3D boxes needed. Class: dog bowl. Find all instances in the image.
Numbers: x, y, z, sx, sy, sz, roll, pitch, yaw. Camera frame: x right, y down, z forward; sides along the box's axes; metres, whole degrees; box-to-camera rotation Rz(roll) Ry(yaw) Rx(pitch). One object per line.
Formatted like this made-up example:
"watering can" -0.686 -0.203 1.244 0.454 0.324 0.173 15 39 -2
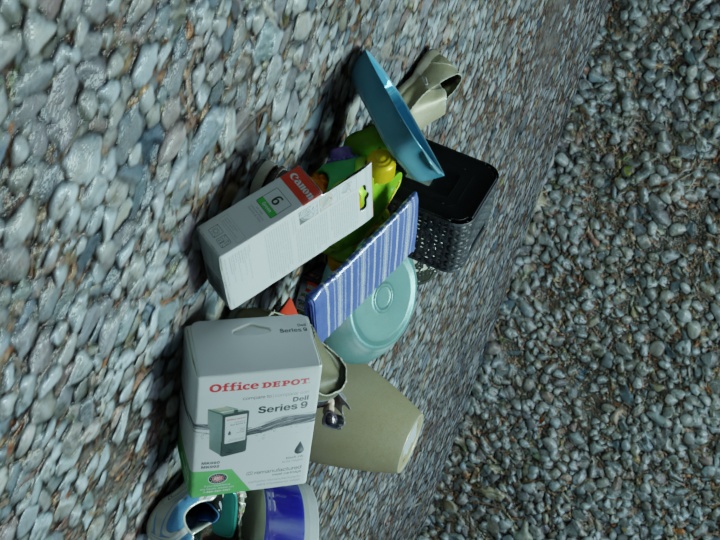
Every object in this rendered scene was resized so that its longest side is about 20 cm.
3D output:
"dog bowl" -0.130 0.382 1.755 0.200 0.078 0.203 -166 -90 -70

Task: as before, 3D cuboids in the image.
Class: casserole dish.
"casserole dish" 0.042 -0.188 1.608 0.039 0.201 0.121 -33 144 10

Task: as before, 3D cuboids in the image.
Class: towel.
"towel" 0.000 0.000 1.617 0.200 0.024 0.145 -45 162 -20

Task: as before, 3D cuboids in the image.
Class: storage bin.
"storage bin" 0.074 -0.101 1.753 0.136 0.198 0.095 -55 161 -41

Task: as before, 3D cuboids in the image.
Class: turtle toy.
"turtle toy" -0.012 -0.101 1.619 0.200 0.100 0.147 -49 160 -32

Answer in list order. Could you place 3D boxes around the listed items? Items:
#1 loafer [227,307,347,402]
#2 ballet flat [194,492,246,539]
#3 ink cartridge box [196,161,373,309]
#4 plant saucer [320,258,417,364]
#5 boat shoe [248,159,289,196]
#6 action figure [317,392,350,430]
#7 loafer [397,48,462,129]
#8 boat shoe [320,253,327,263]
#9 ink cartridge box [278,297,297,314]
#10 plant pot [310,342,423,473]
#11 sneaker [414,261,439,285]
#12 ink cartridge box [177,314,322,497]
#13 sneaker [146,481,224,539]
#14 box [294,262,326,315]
"loafer" -0.078 0.104 1.564 0.199 0.069 0.076 32 57 -42
"ballet flat" -0.184 0.338 1.710 0.064 0.075 0.202 -77 -176 -60
"ink cartridge box" -0.078 -0.052 1.398 0.199 0.050 0.109 -34 153 -18
"plant saucer" 0.021 0.035 1.798 0.199 0.036 0.203 -14 110 -46
"boat shoe" -0.087 -0.052 1.513 0.201 0.059 0.072 88 28 -58
"action figure" -0.087 0.189 1.758 0.200 0.129 0.070 -47 167 -37
"loafer" 0.090 -0.243 1.876 0.076 0.067 0.201 90 26 -56
"boat shoe" 0.008 -0.064 1.834 0.200 0.067 0.073 -50 158 -51
"ink cartridge box" -0.101 0.138 1.647 0.201 0.050 0.110 -55 134 -42
"plant pot" -0.014 0.213 1.889 0.188 0.198 0.188 -59 163 -31
"sneaker" 0.081 -0.080 1.972 0.089 0.076 0.203 -139 -139 -73
"ink cartridge box" -0.129 0.154 1.460 0.085 0.144 0.202 -111 -158 -45
"sneaker" -0.188 0.270 1.585 0.200 0.072 0.073 -54 159 -48
"box" -0.044 0.036 1.852 0.200 0.034 0.111 -37 146 -64
